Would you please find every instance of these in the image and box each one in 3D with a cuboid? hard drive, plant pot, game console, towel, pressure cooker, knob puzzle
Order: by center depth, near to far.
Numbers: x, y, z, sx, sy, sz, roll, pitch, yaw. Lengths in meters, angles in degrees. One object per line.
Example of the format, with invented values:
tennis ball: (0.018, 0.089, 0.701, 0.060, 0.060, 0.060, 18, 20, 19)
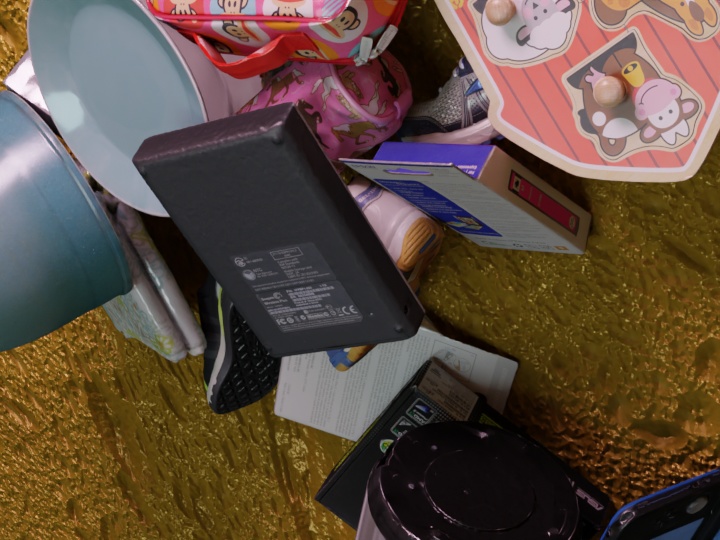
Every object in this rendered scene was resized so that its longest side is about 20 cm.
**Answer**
knob puzzle: (0.157, -0.144, 0.975, 0.217, 0.030, 0.223, 6, 105, 26)
hard drive: (-0.058, -0.023, 1.096, 0.138, 0.033, 0.201, -9, 129, 34)
game console: (0.265, 0.261, 1.202, 0.119, 0.169, 0.201, 54, 145, 33)
pressure cooker: (0.076, 0.243, 1.208, 0.174, 0.179, 0.202, 15, 124, 3)
plant pot: (-0.322, -0.015, 1.278, 0.200, 0.187, 0.201, 46, 160, 23)
towel: (-0.221, -0.015, 1.393, 0.171, 0.048, 0.202, 16, 137, 61)

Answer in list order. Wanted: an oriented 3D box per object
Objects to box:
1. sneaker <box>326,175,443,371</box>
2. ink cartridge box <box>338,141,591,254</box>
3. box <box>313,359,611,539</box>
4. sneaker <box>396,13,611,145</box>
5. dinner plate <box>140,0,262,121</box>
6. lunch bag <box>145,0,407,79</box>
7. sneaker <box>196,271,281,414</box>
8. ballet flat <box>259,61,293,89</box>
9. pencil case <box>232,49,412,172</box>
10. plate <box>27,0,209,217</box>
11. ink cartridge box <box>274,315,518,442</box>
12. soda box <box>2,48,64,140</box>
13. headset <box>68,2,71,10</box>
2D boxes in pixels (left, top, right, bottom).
sneaker: (0.000, 0.000, 1.193, 0.088, 0.075, 0.201, 39, 142, 11)
ink cartridge box: (0.079, -0.056, 1.078, 0.094, 0.199, 0.038, 6, 79, 36)
box: (0.084, 0.198, 1.320, 0.199, 0.048, 0.194, 37, 130, -1)
sneaker: (0.103, -0.142, 1.067, 0.198, 0.077, 0.086, -16, 104, 35)
dinner plate: (-0.156, -0.161, 1.292, 0.198, 0.024, 0.202, 21, 131, 26)
lunch bag: (-0.054, -0.215, 1.053, 0.198, 0.178, 0.082, 11, 168, 37)
sneaker: (-0.112, 0.046, 1.396, 0.083, 0.071, 0.201, 57, 148, 35)
ballet flat: (-0.048, -0.151, 1.187, 0.064, 0.075, 0.202, 51, 151, 46)
pencil case: (-0.049, -0.093, 1.127, 0.086, 0.084, 0.200, 20, 137, -32)
plate: (-0.175, -0.134, 1.139, 0.199, 0.026, 0.202, 28, 138, 29)
ink cartridge box: (0.029, 0.089, 1.326, 0.197, 0.057, 0.164, 15, 132, 4)
soda box: (-0.199, -0.119, 1.276, 0.199, 0.069, 0.064, 34, 168, 14)
headset: (-0.217, -0.250, 1.215, 0.199, 0.124, 0.094, 28, 157, 40)
